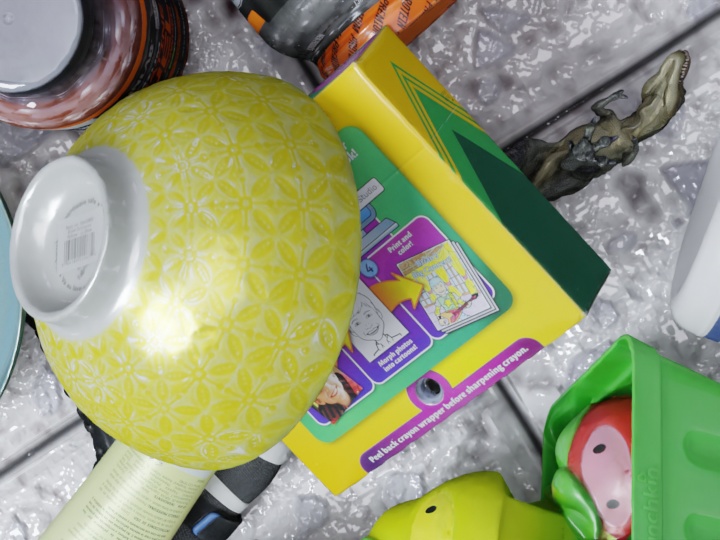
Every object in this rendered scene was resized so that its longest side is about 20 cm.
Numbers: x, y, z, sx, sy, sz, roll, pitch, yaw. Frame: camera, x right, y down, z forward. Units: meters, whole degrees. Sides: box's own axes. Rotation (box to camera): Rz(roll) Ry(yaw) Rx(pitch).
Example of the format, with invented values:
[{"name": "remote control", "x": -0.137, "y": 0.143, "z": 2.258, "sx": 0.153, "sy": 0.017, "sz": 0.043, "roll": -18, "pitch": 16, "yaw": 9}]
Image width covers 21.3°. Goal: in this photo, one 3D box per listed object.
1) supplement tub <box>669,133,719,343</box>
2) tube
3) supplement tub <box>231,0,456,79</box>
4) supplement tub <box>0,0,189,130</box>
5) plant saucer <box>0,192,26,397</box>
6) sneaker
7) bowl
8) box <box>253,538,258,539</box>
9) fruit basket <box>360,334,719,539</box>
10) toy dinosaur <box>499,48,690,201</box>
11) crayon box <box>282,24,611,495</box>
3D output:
[{"name": "supplement tub", "x": 0.275, "y": -0.008, "z": 0.992, "sx": 0.199, "sy": 0.145, "sz": 0.146, "roll": 19, "pitch": 95, "yaw": 3}, {"name": "tube", "x": -0.129, "y": 0.132, "z": 1.030, "sx": 0.058, "sy": 0.052, "sz": 0.201, "roll": 41, "pitch": 104, "yaw": 27}, {"name": "supplement tub", "x": -0.038, "y": -0.201, "z": 1.019, "sx": 0.122, "sy": 0.123, "sz": 0.200, "roll": -40, "pitch": 89, "yaw": 6}, {"name": "supplement tub", "x": -0.156, "y": -0.125, "z": 0.996, "sx": 0.106, "sy": 0.200, "sz": 0.108, "roll": 0, "pitch": 95, "yaw": 6}, {"name": "plant saucer", "x": -0.260, "y": 0.010, "z": 1.071, "sx": 0.199, "sy": 0.027, "sz": 0.202, "roll": 2, "pitch": 95, "yaw": 29}, {"name": "sneaker", "x": -0.146, "y": 0.083, "z": 1.073, "sx": 0.199, "sy": 0.073, "sz": 0.112, "roll": 35, "pitch": 96, "yaw": 1}, {"name": "bowl", "x": -0.105, "y": -0.008, "z": 0.932, "sx": 0.199, "sy": 0.107, "sz": 0.202, "roll": -13, "pitch": 72, "yaw": 45}, {"name": "box", "x": -0.047, "y": 0.255, "z": 0.997, "sx": 0.119, "sy": 0.041, "sz": 0.200, "roll": -39, "pitch": 56, "yaw": 6}, {"name": "fruit basket", "x": 0.103, "y": 0.147, "z": 0.998, "sx": 0.214, "sy": 0.156, "sz": 0.217, "roll": 6, "pitch": 65, "yaw": -13}, {"name": "toy dinosaur", "x": 0.099, "y": -0.056, "z": 1.033, "sx": 0.199, "sy": 0.088, "sz": 0.048, "roll": -30, "pitch": 81, "yaw": 6}, {"name": "crayon box", "x": 0.000, "y": 0.000, "z": 1.010, "sx": 0.173, "sy": 0.058, "sz": 0.200, "roll": 47, "pitch": 124, "yaw": -6}]
